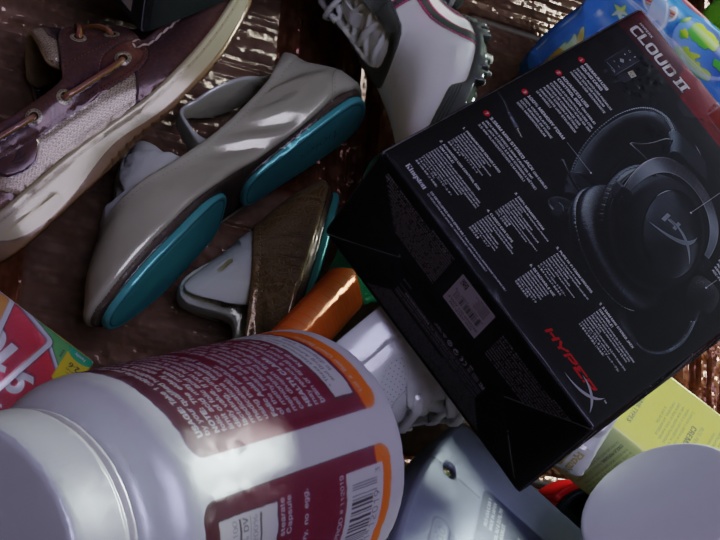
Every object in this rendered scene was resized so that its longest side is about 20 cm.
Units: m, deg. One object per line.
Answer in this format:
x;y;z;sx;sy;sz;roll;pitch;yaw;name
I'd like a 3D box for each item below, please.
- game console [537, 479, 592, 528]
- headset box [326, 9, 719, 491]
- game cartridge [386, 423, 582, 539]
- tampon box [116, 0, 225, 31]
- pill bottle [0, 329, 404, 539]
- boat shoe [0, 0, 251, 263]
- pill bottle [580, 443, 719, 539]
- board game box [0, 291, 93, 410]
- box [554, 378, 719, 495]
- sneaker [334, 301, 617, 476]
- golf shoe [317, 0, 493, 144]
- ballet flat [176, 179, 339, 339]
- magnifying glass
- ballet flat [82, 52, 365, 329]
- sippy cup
0.130;0.232;0.954;0.200;0.031;0.177;47;63;-11;game console
0.109;-0.018;0.822;0.199;0.077;0.149;-31;79;-35;headset box
0.055;0.168;0.841;0.133;0.042;0.201;39;33;-12;game cartridge
-0.058;-0.239;0.879;0.199;0.127;0.150;-26;64;-32;tampon box
-0.080;0.092;0.715;0.199;0.113;0.115;-10;81;-55;pill bottle
-0.132;-0.091;0.861;0.072;0.072;0.200;48;66;-12;boat shoe
0.176;0.185;0.870;0.111;0.110;0.201;-46;125;-30;pill bottle
-0.210;0.094;0.794;0.095;0.030;0.201;38;64;-16;board game box
0.130;0.079;0.937;0.199;0.075;0.050;37;60;2;box
0.061;0.056;0.844;0.199;0.074;0.116;-32;77;-25;sneaker
0.018;-0.121;0.929;0.087;0.078;0.201;15;38;-15;golf shoe
-0.061;0.043;0.878;0.071;0.068;0.202;12;74;-6;ballet flat
0.000;0.000;0.888;0.200;0.022;0.080;-49;132;-57;magnifying glass
-0.081;-0.047;0.889;0.200;0.069;0.070;-41;98;-33;ballet flat
0.161;-0.094;1.001;0.131;0.139;0.178;50;20;3;sippy cup
